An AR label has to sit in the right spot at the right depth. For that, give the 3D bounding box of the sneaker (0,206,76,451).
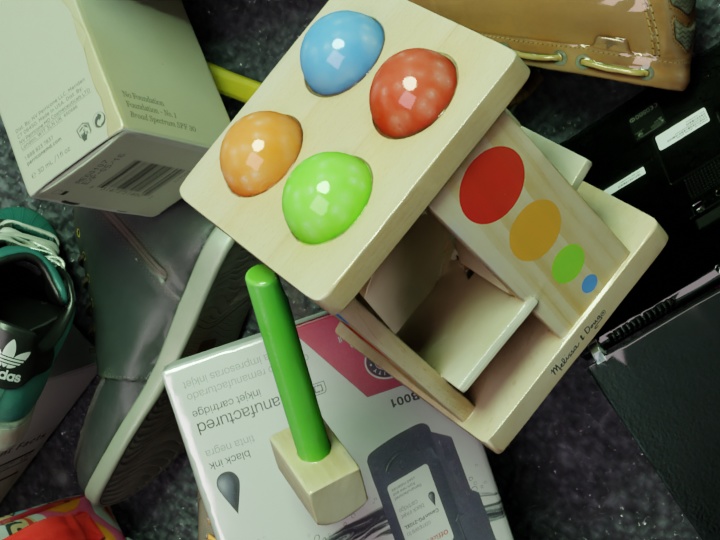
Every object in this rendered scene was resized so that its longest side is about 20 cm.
[{"bbox_3d":[-0.188,0.011,0.899,0.071,0.200,0.080,20,119,-18],"label":"sneaker"}]

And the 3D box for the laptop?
[{"bbox_3d":[0.190,-0.001,0.735,0.177,0.103,0.200,-32,43,21],"label":"laptop"}]

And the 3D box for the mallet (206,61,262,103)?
[{"bbox_3d":[-0.091,-0.101,0.905,0.200,0.041,0.066,16,109,29],"label":"mallet"}]

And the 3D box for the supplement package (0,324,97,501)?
[{"bbox_3d":[-0.275,0.091,0.987,0.121,0.120,0.200,45,116,13],"label":"supplement package"}]

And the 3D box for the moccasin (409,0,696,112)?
[{"bbox_3d":[0.069,-0.110,0.795,0.201,0.074,0.078,2,100,29],"label":"moccasin"}]

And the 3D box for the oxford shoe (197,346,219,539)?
[{"bbox_3d":[-0.059,0.142,0.900,0.071,0.073,0.201,-9,103,24],"label":"oxford shoe"}]

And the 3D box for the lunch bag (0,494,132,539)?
[{"bbox_3d":[-0.224,0.194,0.937,0.176,0.200,0.082,-38,77,28],"label":"lunch bag"}]

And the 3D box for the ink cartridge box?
[{"bbox_3d":[-0.004,0.122,0.839,0.144,0.084,0.201,-18,91,-6],"label":"ink cartridge box"}]

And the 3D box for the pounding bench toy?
[{"bbox_3d":[0.000,0.000,0.703,0.200,0.156,0.124,-51,42,-3],"label":"pounding bench toy"}]

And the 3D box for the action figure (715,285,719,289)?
[{"bbox_3d":[0.226,0.002,0.753,0.199,0.052,0.066,11,100,23],"label":"action figure"}]

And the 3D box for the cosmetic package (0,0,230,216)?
[{"bbox_3d":[-0.149,-0.135,0.860,0.073,0.103,0.200,-31,71,26],"label":"cosmetic package"}]

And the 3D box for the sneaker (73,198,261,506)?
[{"bbox_3d":[-0.132,0.031,0.936,0.106,0.075,0.200,33,104,23],"label":"sneaker"}]
